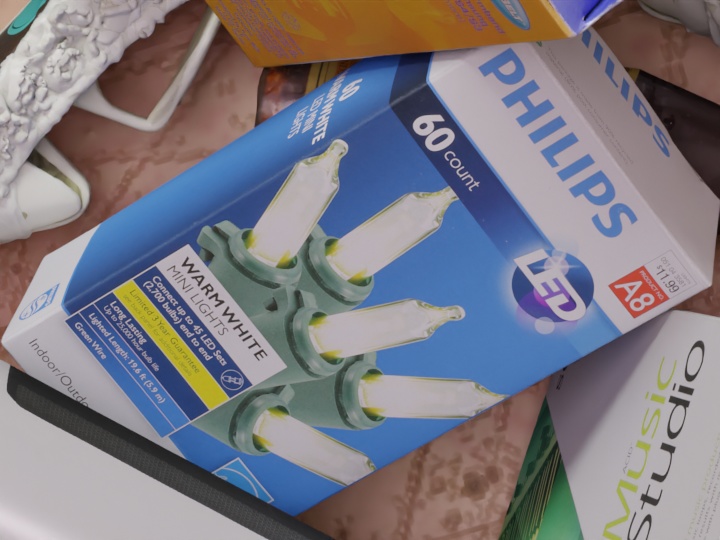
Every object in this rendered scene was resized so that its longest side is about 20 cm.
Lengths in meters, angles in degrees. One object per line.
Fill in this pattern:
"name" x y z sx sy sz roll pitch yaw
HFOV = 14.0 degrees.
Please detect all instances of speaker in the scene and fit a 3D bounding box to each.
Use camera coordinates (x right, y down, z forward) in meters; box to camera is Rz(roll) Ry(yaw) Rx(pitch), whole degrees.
"speaker" -0.054 0.102 0.889 0.200 0.081 0.081 29 91 -7

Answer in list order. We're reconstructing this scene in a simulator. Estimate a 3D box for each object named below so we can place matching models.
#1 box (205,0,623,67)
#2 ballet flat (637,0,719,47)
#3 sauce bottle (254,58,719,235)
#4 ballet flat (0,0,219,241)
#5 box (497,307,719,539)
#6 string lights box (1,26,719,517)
"box" 0.044 -0.115 0.860 0.119 0.200 0.042 -48 111 -22
"ballet flat" 0.104 -0.123 0.948 0.072 0.072 0.200 -33 80 4
"sauce bottle" 0.066 -0.036 0.943 0.199 0.066 0.066 6 88 5
"ballet flat" -0.099 -0.056 0.953 0.072 0.072 0.200 41 91 7
"box" 0.085 0.083 0.865 0.036 0.200 0.145 18 89 -11
"string lights box" 0.000 0.000 0.903 0.200 0.059 0.103 -31 109 24
